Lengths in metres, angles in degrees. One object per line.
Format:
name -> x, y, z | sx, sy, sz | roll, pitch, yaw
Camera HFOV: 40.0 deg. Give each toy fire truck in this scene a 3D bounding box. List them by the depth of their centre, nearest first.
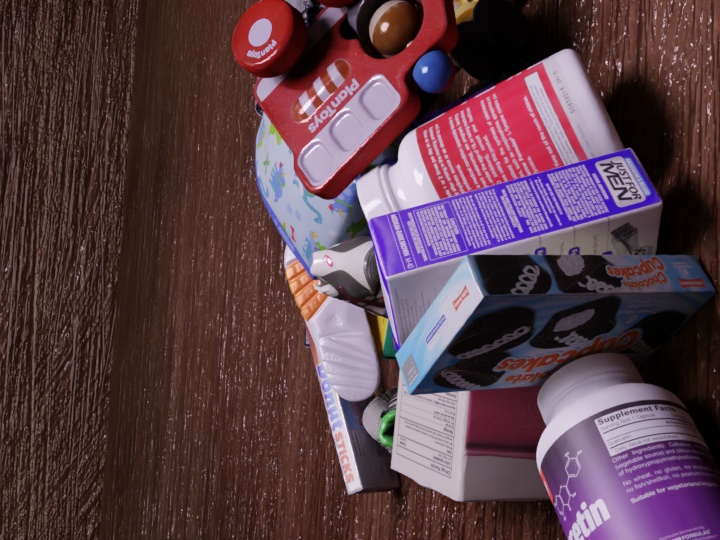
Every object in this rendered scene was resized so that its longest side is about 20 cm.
toy fire truck -> 0.001, -0.176, 0.827 | 0.200, 0.112, 0.168 | -42, 58, 14

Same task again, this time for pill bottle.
pill bottle -> 0.188, 0.156, 0.662 | 0.200, 0.112, 0.113 | -108, 33, -42
pill bottle -> 0.103, -0.082, 0.789 | 0.199, 0.112, 0.113 | -26, 52, 16

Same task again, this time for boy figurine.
boy figurine -> 0.108, -0.239, 0.956 | 0.124, 0.064, 0.200 | -46, 18, 12

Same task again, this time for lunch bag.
lunch bag -> -0.034, -0.124, 1.006 | 0.200, 0.127, 0.170 | 53, 142, 22

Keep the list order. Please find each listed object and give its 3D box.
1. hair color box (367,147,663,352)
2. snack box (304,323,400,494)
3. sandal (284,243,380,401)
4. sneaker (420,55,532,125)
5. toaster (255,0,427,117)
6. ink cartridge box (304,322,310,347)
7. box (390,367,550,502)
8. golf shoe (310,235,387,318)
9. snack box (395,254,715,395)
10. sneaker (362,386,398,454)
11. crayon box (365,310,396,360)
hair color box -> 0.113, -0.009, 0.728 | 0.110, 0.199, 0.065 | 77, 178, -50
snack box -> -0.009, 0.152, 1.121 | 0.024, 0.072, 0.201 | -29, 65, 32
sandal -> -0.028, 0.043, 1.081 | 0.059, 0.079, 0.208 | 41, -146, -78
sneaker -> 0.129, -0.150, 0.923 | 0.200, 0.069, 0.100 | 25, 104, 59
toaster -> -0.009, -0.250, 1.102 | 0.200, 0.180, 0.119 | 127, 145, -51
ink cartridge box -> -0.033, 0.054, 1.278 | 0.200, 0.039, 0.100 | 174, 100, -66
box -> 0.108, 0.089, 0.862 | 0.128, 0.109, 0.201 | -175, 89, -66
golf shoe -> 0.000, 0.000, 0.962 | 0.200, 0.088, 0.078 | 90, -177, -80
snack box -> 0.137, 0.038, 0.694 | 0.116, 0.199, 0.037 | -59, 41, 45
sneaker -> 0.047, 0.153, 1.017 | 0.200, 0.085, 0.078 | 167, 106, -66
crayon box -> 0.042, -0.014, 1.094 | 0.119, 0.058, 0.201 | -146, 64, -63
